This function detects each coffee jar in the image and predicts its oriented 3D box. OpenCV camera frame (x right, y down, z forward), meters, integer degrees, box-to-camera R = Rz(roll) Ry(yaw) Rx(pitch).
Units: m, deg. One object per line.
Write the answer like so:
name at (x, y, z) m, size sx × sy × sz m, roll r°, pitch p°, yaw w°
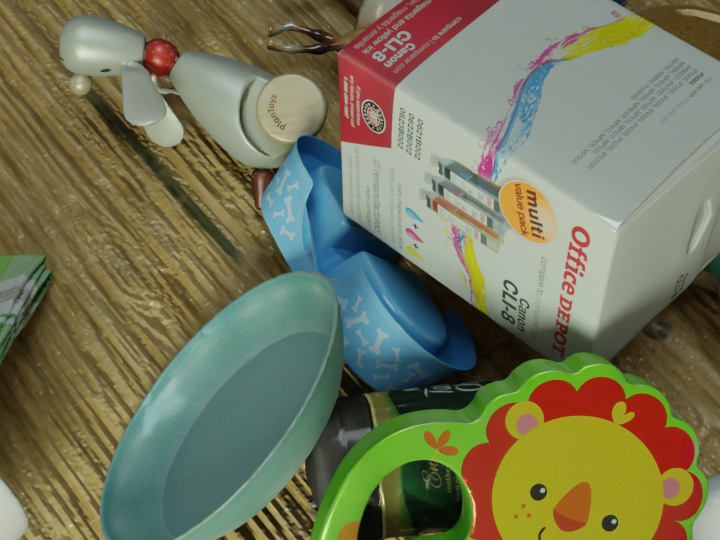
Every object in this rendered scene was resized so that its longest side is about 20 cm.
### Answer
coffee jar at (0.066, 0.109, 0.864) m, size 0.199 × 0.104 × 0.086 m, roll -5°, pitch 89°, yaw -5°

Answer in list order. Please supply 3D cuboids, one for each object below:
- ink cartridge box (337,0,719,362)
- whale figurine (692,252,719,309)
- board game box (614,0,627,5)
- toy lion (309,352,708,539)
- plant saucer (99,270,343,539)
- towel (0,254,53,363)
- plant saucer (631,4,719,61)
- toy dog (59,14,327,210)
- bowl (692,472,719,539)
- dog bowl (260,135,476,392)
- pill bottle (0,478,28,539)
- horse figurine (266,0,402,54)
ink cartridge box at (0.107, -0.066, 0.853) m, size 0.200 × 0.146 × 0.145 m, roll 35°, pitch 59°, yaw 26°
whale figurine at (0.240, -0.045, 0.960) m, size 0.199 × 0.104 × 0.160 m, roll 2°, pitch 61°, yaw -21°
board game box at (0.129, -0.298, 1.104) m, size 0.097 × 0.200 × 0.159 m, roll -36°, pitch 60°, yaw -24°
toy lion at (0.082, 0.132, 0.790) m, size 0.199 × 0.069 × 0.192 m, roll 18°, pitch 97°, yaw -11°
plant saucer at (-0.075, 0.089, 0.861) m, size 0.036 × 0.200 × 0.200 m, roll 42°, pitch 52°, yaw -24°
towel at (-0.287, 0.028, 0.908) m, size 0.149 × 0.031 × 0.200 m, roll 6°, pitch 24°, yaw 1°
plant saucer at (0.245, -0.137, 1.092) m, size 0.199 × 0.036 × 0.201 m, roll 1°, pitch 54°, yaw -1°
toy dog at (-0.117, -0.107, 1.029) m, size 0.199 × 0.132 × 0.097 m, roll 17°, pitch 89°, yaw 19°
bowl at (0.293, 0.181, 0.839) m, size 0.199 × 0.075 × 0.200 m, roll -15°, pitch 55°, yaw -10°
dog bowl at (0.000, 0.000, 0.948) m, size 0.050 × 0.111 × 0.200 m, roll -41°, pitch 56°, yaw 19°
pill bottle at (-0.285, 0.184, 0.800) m, size 0.113 × 0.113 × 0.200 m, roll 30°, pitch 59°, yaw 19°
horse figurine at (0.000, -0.199, 1.119) m, size 0.132 × 0.050 × 0.201 m, roll 12°, pitch 48°, yaw -6°
